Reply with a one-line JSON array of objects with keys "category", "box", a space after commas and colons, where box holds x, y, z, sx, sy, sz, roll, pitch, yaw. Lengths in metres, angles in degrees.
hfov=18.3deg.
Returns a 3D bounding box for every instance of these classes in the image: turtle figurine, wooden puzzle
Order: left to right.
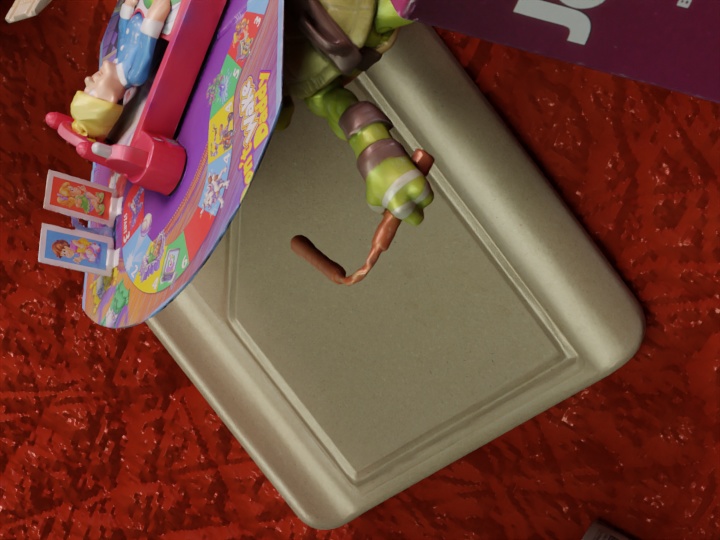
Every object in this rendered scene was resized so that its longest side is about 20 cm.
[{"category": "turtle figurine", "box": [-0.007, -0.108, 0.862, 0.161, 0.064, 0.201, -42, 50, 20]}, {"category": "wooden puzzle", "box": [0.000, 0.000, 0.972, 0.200, 0.037, 0.185, -34, 97, 33]}]

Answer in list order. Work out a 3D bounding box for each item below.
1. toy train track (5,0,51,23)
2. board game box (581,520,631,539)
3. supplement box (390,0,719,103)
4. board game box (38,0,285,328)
[{"category": "toy train track", "box": [-0.081, -0.149, 0.854, 0.199, 0.115, 0.033, -5, 129, 52]}, {"category": "board game box", "box": [0.151, 0.209, 0.934, 0.199, 0.148, 0.065, 28, 127, 13]}, {"category": "supplement box", "box": [0.114, -0.135, 0.716, 0.199, 0.104, 0.131, 12, 123, -20]}, {"category": "board game box", "box": [-0.085, -0.081, 0.873, 0.039, 0.201, 0.158, 17, 145, -28]}]
